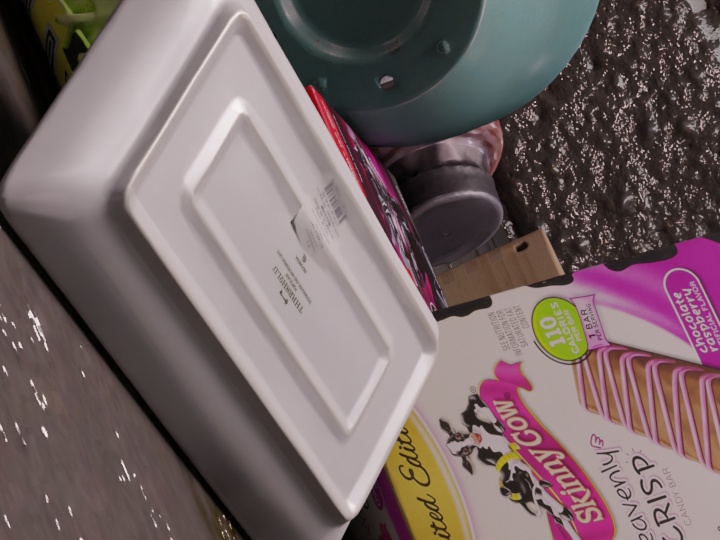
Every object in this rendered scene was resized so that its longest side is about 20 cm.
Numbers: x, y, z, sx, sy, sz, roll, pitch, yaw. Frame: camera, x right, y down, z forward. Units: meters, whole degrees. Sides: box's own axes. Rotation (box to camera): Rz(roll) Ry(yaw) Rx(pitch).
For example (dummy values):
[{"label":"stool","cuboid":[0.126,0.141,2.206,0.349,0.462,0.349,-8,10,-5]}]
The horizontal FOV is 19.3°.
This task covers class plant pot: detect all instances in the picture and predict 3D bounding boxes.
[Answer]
[{"label":"plant pot","cuboid":[0.012,-0.150,1.035,0.201,0.200,0.161,65,17,-8]}]

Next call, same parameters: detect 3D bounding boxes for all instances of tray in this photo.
[{"label":"tray","cuboid":[-0.026,0.002,0.616,0.108,0.022,0.200,-62,143,-27]}]

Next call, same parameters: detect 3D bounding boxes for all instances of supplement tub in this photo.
[{"label":"supplement tub","cuboid":[0.018,-0.101,1.232,0.107,0.107,0.200,55,13,-59]}]

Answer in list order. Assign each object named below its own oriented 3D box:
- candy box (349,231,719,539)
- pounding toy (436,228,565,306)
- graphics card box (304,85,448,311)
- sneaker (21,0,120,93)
[{"label":"candy box","cuboid":[0.093,0.071,0.825,0.137,0.200,0.061,67,-23,17]},{"label":"pounding toy","cuboid":[0.123,0.077,1.280,0.184,0.142,0.200,-106,170,-52]},{"label":"graphics card box","cuboid":[0.000,0.000,0.980,0.200,0.051,0.126,44,23,-75]},{"label":"sneaker","cuboid":[-0.063,-0.075,0.645,0.200,0.075,0.076,63,7,-15]}]
